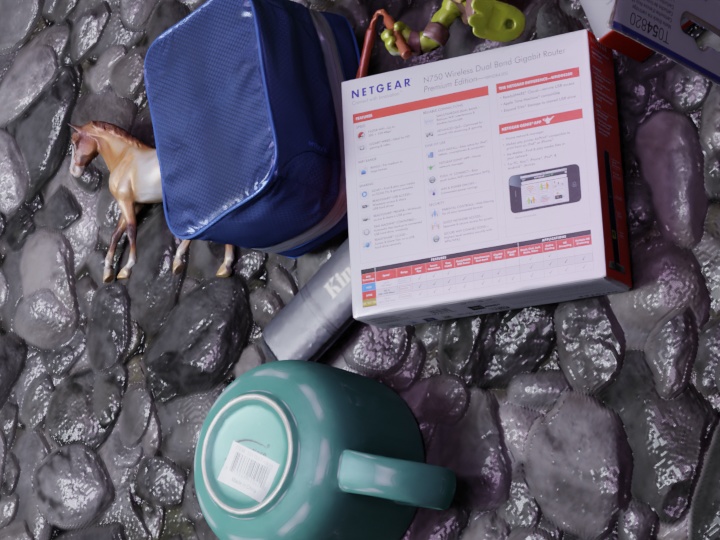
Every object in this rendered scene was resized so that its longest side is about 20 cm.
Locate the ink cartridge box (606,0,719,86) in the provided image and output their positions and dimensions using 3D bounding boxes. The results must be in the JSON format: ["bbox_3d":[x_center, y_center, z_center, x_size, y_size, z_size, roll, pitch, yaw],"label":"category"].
[{"bbox_3d":[0.223,-0.224,1.511,0.040,0.199,0.201,5,80,43],"label":"ink cartridge box"}]

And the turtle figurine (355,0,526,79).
[{"bbox_3d":[0.081,-0.201,1.695,0.200,0.064,0.161,-51,20,-2],"label":"turtle figurine"}]

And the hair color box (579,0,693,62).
[{"bbox_3d":[0.185,-0.260,1.642,0.101,0.061,0.201,-35,59,28],"label":"hair color box"}]

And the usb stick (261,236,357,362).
[{"bbox_3d":[0.000,0.000,1.743,0.200,0.033,0.056,-47,53,20],"label":"usb stick"}]

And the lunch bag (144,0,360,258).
[{"bbox_3d":[-0.070,-0.115,1.766,0.136,0.132,0.201,-28,62,39],"label":"lunch bag"}]

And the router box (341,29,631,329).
[{"bbox_3d":[0.087,-0.062,1.649,0.199,0.049,0.181,-9,75,27],"label":"router box"}]

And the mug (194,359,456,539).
[{"bbox_3d":[-0.035,0.134,1.681,0.185,0.114,0.153,-33,59,29],"label":"mug"}]

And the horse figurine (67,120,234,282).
[{"bbox_3d":[-0.158,-0.060,1.878,0.199,0.050,0.133,-3,81,40],"label":"horse figurine"}]
